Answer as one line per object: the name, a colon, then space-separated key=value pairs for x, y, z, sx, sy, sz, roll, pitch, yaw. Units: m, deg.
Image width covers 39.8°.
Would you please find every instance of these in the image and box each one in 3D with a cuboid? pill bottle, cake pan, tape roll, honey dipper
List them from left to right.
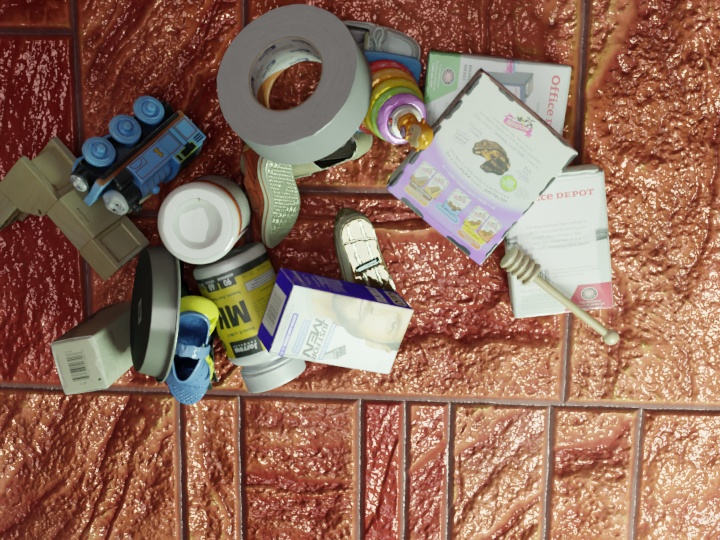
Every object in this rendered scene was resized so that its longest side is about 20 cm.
cake pan: x=-0.290 y=0.056 z=1.390 sx=0.036 sy=0.200 sz=0.202 roll=4 pitch=104 yaw=-22
pill bottle: x=-0.212 y=-0.077 z=1.394 sx=0.109 sy=0.200 sz=0.111 roll=0 pitch=99 yaw=0
pill bottle: x=-0.160 y=0.070 z=1.469 sx=0.114 sy=0.114 sz=0.201 roll=-20 pitch=100 yaw=8
tape roll: x=-0.087 y=-0.245 z=1.307 sx=0.199 sy=0.066 sz=0.202 roll=-6 pitch=72 yaw=17
honey dipper: x=0.282 y=0.040 z=1.386 sx=0.200 sy=0.038 sz=0.038 roll=38 pitch=102 yaw=-5

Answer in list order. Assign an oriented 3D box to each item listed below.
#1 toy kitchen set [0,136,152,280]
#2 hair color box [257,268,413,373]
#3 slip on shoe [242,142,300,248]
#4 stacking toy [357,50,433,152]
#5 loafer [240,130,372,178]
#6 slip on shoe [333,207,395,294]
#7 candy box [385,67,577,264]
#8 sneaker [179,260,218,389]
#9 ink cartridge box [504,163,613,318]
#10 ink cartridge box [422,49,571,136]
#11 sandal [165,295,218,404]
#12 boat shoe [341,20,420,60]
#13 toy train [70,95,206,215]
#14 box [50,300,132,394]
toy kitchen set: x=-0.418 y=-0.080 z=1.473 sx=0.200 sy=0.163 sz=0.180 roll=50 pitch=129 yaw=-7
hair color box: x=-0.035 y=0.074 z=1.419 sx=0.199 sy=0.065 sz=0.110 roll=11 pitch=108 yaw=-30
slip on shoe: x=-0.131 y=-0.111 z=1.420 sx=0.061 sy=0.074 sz=0.201 roll=32 pitch=149 yaw=26
stacking toy: x=0.050 y=-0.207 z=1.319 sx=0.109 sy=0.200 sz=0.117 roll=3 pitch=118 yaw=-21
loafer: x=-0.082 y=-0.174 z=1.434 sx=0.198 sy=0.068 sz=0.076 roll=-16 pitch=101 yaw=7
slip on shoe: x=0.000 y=0.000 z=1.474 sx=0.076 sy=0.061 sz=0.201 roll=-24 pitch=119 yaw=-12
candy box: x=0.161 y=-0.140 z=1.335 sx=0.167 sy=0.072 sz=0.200 roll=39 pitch=106 yaw=-7
sneaker: x=-0.257 y=0.078 z=1.509 sx=0.103 sy=0.060 sz=0.201 roll=11 pitch=107 yaw=1
ink cartridge box: x=0.279 y=-0.045 z=1.428 sx=0.144 sy=0.085 sz=0.202 roll=-6 pitch=104 yaw=6
ink cartridge box: x=0.185 y=-0.226 z=1.394 sx=0.198 sy=0.088 sz=0.147 roll=7 pitch=103 yaw=1
sandal: x=-0.254 y=0.131 z=1.439 sx=0.079 sy=0.087 sz=0.201 roll=9 pitch=133 yaw=0
boat shoe: x=-0.015 y=-0.316 z=1.400 sx=0.200 sy=0.065 sz=0.075 roll=14 pitch=103 yaw=1
toy train: x=-0.315 y=-0.160 z=1.400 sx=0.114 sy=0.200 sz=0.087 roll=43 pitch=144 yaw=-6
box: x=-0.372 y=0.108 z=1.448 sx=0.068 sy=0.200 sz=0.083 roll=-10 pitch=100 yaw=9
